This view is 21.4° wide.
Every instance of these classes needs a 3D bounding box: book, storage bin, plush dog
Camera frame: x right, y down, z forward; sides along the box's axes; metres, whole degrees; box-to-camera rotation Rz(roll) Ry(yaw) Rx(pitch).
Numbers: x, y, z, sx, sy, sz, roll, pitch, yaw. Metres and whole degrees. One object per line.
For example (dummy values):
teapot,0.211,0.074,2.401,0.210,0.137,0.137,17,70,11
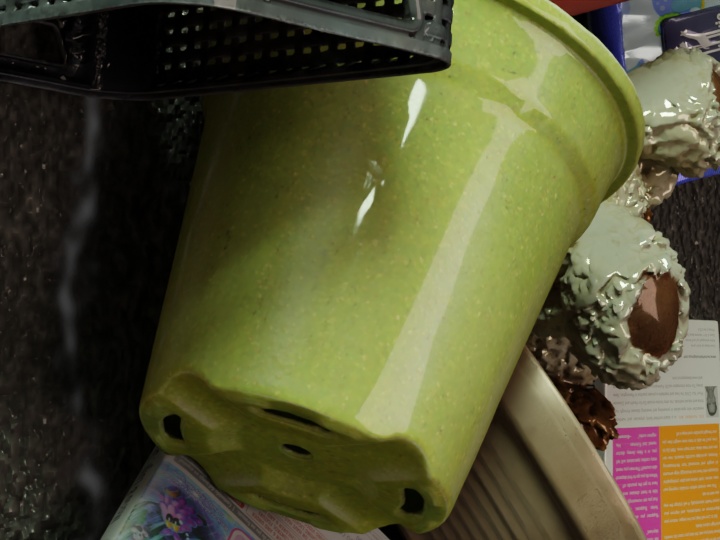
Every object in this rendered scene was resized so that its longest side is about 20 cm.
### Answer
book,0.173,0.129,1.157,0.133,0.048,0.202,5,86,-51
storage bin,-0.073,-0.120,0.676,0.135,0.199,0.095,7,85,-45
plush dog,0.110,-0.007,1.013,0.172,0.159,0.201,76,28,-50

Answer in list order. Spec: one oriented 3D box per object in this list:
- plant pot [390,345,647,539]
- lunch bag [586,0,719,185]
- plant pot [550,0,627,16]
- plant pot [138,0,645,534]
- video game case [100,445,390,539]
plant pot,0.059,0.105,0.922,0.092,0.201,0.202,-33,124,-5
lunch bag,0.206,-0.157,1.142,0.199,0.127,0.171,-28,115,-36
plant pot,0.092,-0.211,0.933,0.177,0.199,0.202,-31,115,-39
plant pot,0.000,0.000,0.781,0.200,0.199,0.185,45,53,-44
video game case,-0.025,0.162,0.792,0.200,0.024,0.182,45,32,-12
